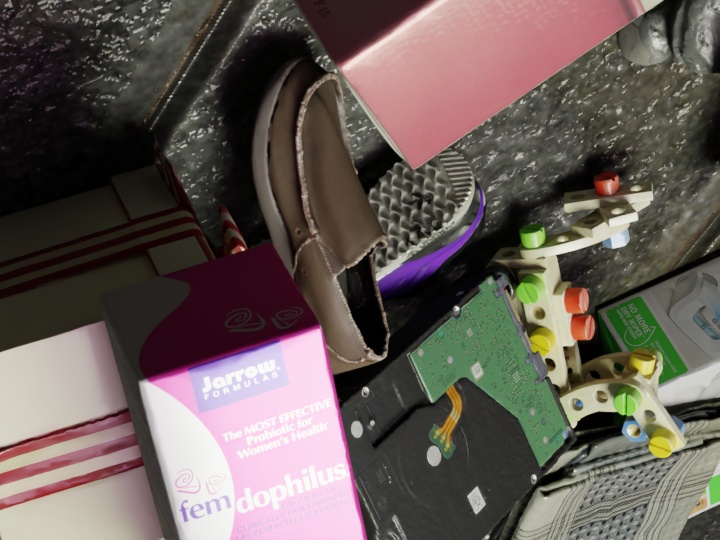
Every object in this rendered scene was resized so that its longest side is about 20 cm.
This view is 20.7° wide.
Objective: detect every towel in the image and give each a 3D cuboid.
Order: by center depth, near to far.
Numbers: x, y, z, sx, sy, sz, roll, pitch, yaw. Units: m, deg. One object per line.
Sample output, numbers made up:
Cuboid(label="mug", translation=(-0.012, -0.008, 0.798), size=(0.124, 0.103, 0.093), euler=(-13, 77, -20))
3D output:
Cuboid(label="towel", translation=(0.190, 0.184, 1.494), size=(0.192, 0.035, 0.200), euler=(-9, 137, -27))

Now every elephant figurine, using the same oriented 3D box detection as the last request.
Cuboid(label="elephant figurine", translation=(0.247, -0.203, 1.212), size=(0.200, 0.155, 0.142), euler=(-16, 107, -33))

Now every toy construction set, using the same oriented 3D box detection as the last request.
Cuboid(label="toy construction set", translation=(0.157, 0.033, 1.381), size=(0.092, 0.131, 0.200), euler=(-23, 110, -60))

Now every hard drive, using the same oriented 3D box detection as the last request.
Cuboid(label="hard drive", translation=(0.052, 0.105, 1.272), size=(0.200, 0.038, 0.140), euler=(-40, 111, -41))

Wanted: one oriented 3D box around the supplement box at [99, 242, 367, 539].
Cuboid(label="supplement box", translation=(-0.064, 0.102, 1.067), size=(0.101, 0.103, 0.200), euler=(-18, 120, -10))

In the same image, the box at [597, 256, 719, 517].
Cuboid(label="box", translation=(0.291, 0.084, 1.556), size=(0.176, 0.097, 0.200), euler=(-22, 141, -6))

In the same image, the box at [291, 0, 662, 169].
Cuboid(label="box", translation=(0.065, -0.176, 1.105), size=(0.200, 0.128, 0.109), euler=(-35, 140, 5))

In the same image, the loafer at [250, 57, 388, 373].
Cuboid(label="loafer", translation=(-0.014, -0.031, 1.191), size=(0.073, 0.071, 0.200), euler=(-36, 124, -55))

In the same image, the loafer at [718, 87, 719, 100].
Cuboid(label="loafer", translation=(0.280, -0.114, 1.202), size=(0.073, 0.071, 0.200), euler=(-37, 178, 40))

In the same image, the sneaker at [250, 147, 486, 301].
Cuboid(label="sneaker", translation=(0.000, 0.000, 1.306), size=(0.200, 0.070, 0.100), euler=(-29, 157, 9))

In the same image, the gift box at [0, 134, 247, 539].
Cuboid(label="gift box", translation=(-0.153, 0.043, 1.174), size=(0.186, 0.200, 0.185), euler=(-16, 126, -11))

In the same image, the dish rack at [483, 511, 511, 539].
Cuboid(label="dish rack", translation=(0.059, 0.193, 1.423), size=(0.200, 0.043, 0.172), euler=(-55, 161, -8))
